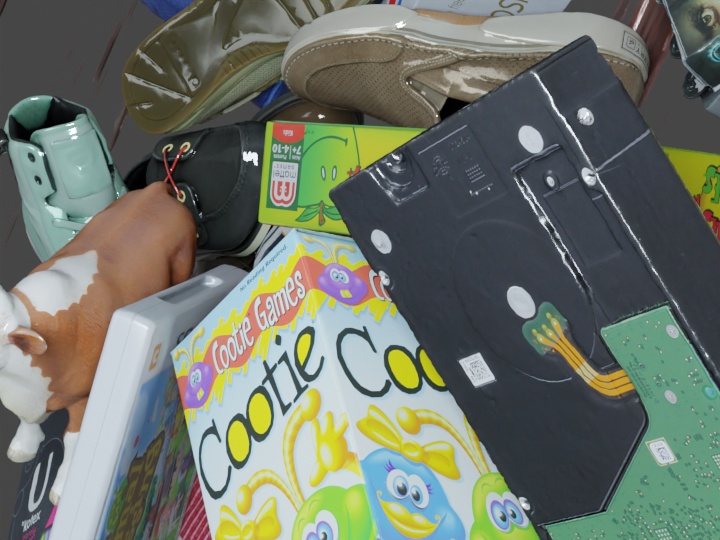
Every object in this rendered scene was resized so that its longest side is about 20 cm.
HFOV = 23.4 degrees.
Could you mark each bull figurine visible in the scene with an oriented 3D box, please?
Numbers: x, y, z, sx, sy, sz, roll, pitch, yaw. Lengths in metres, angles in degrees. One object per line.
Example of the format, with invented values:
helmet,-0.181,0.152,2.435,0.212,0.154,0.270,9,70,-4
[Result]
bull figurine,-0.134,0.031,0.823,0.200,0.065,0.122,-46,-30,-55

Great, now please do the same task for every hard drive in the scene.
hard drive,0.084,0.029,0.626,0.038,0.200,0.140,-33,3,-34

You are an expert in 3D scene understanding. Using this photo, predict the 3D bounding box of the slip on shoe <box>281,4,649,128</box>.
slip on shoe,0.043,-0.086,0.853,0.200,0.076,0.061,5,71,29

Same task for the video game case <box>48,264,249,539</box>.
video game case,-0.107,0.103,0.833,0.182,0.022,0.200,-32,-40,-78

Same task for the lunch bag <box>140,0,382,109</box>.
lunch bag,-0.032,-0.192,1.073,0.200,0.132,0.136,-53,-8,33

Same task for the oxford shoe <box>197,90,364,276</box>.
oxford shoe,-0.047,-0.037,1.082,0.200,0.073,0.085,122,151,-47

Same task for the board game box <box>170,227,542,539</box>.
board game box,0.007,0.099,0.718,0.105,0.103,0.200,-44,50,37

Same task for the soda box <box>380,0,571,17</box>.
soda box,0.058,-0.142,0.884,0.200,0.068,0.064,127,156,-68

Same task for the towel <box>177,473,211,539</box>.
towel,-0.050,0.096,0.892,0.200,0.023,0.144,-55,45,27

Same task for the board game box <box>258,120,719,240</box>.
board game box,0.059,-0.032,0.736,0.200,0.101,0.048,9,94,47

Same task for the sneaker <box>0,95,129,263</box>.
sneaker,-0.151,-0.020,0.997,0.200,0.074,0.118,45,155,39

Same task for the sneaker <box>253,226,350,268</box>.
sneaker,0.000,0.000,0.935,0.200,0.078,0.080,-36,34,48

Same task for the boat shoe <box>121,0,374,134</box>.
boat shoe,-0.050,-0.142,0.995,0.201,0.063,0.073,-36,76,30

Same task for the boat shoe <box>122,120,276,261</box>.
boat shoe,-0.097,-0.046,1.034,0.201,0.063,0.074,160,118,-64

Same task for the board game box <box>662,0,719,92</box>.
board game box,0.176,-0.180,0.740,0.135,0.028,0.200,-36,37,25

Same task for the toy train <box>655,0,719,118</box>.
toy train,0.154,-0.145,0.790,0.046,0.034,0.200,-45,33,33

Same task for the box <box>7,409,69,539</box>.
box,-0.148,0.136,1.094,0.122,0.106,0.200,-38,38,48
